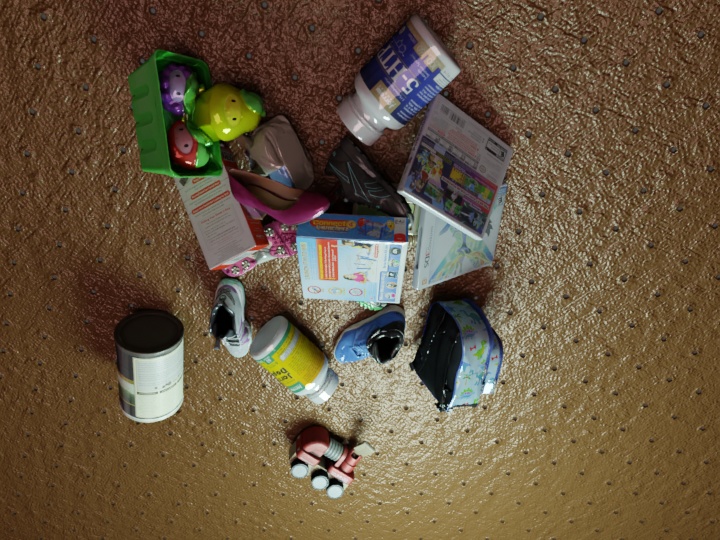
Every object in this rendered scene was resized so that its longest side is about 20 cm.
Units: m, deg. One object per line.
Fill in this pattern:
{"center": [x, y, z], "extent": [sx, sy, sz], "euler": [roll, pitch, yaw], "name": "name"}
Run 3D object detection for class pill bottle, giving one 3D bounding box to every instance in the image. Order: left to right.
{"center": [-0.143, 0.206, 1.294], "extent": [0.112, 0.114, 0.200], "euler": [-35, 114, 21], "name": "pill bottle"}
{"center": [0.059, -0.312, 0.972], "extent": [0.119, 0.120, 0.199], "euler": [41, 114, -20], "name": "pill bottle"}

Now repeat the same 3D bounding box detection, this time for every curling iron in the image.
{"center": [-0.064, -0.149, 1.132], "extent": [0.049, 0.026, 0.201], "euler": [36, 122, 4], "name": "curling iron"}

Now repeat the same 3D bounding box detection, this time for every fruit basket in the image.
{"center": [-0.273, -0.262, 0.980], "extent": [0.211, 0.155, 0.221], "euler": [4, 100, 25], "name": "fruit basket"}

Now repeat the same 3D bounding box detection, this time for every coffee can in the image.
{"center": [-0.470, 0.215, 1.293], "extent": [0.143, 0.147, 0.203], "euler": [9, 121, -3], "name": "coffee can"}

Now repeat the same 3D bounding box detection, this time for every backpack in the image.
{"center": [0.210, 0.166, 1.222], "extent": [0.144, 0.183, 0.204], "euler": [-5, 120, -22], "name": "backpack"}

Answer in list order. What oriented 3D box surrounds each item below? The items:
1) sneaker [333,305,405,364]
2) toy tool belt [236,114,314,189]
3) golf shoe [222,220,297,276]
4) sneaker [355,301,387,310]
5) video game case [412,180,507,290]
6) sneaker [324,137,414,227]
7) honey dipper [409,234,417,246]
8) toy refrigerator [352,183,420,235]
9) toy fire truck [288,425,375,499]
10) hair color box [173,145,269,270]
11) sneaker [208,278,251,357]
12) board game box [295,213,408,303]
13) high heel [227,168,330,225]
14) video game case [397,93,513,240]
{"center": [0.017, 0.166, 1.264], "extent": [0.198, 0.112, 0.077], "euler": [-33, 115, 20], "name": "sneaker"}
{"center": [-0.152, -0.179, 1.079], "extent": [0.121, 0.125, 0.202], "euler": [-3, 123, 41], "name": "toy tool belt"}
{"center": [-0.190, -0.055, 1.166], "extent": [0.196, 0.092, 0.077], "euler": [-19, 100, -1], "name": "golf shoe"}
{"center": [0.000, 0.000, 1.185], "extent": [0.084, 0.079, 0.201], "euler": [-31, 114, 19], "name": "sneaker"}
{"center": [0.190, -0.068, 1.105], "extent": [0.197, 0.022, 0.185], "euler": [-18, 128, -28], "name": "video game case"}
{"center": [0.017, -0.145, 1.047], "extent": [0.079, 0.075, 0.200], "euler": [-43, 82, 10], "name": "sneaker"}
{"center": [0.033, -0.053, 1.143], "extent": [0.196, 0.038, 0.039], "euler": [-12, 122, -11], "name": "honey dipper"}
{"center": [0.083, -0.118, 1.116], "extent": [0.195, 0.070, 0.077], "euler": [7, 121, -2], "name": "toy refrigerator"}
{"center": [-0.062, 0.457, 1.446], "extent": [0.175, 0.129, 0.201], "euler": [36, 105, -17], "name": "toy fire truck"}
{"center": [-0.263, -0.117, 1.083], "extent": [0.109, 0.064, 0.203], "euler": [-24, 87, 17], "name": "hair color box"}
{"center": [-0.288, 0.134, 1.240], "extent": [0.076, 0.141, 0.204], "euler": [-3, 121, 4], "name": "sneaker"}
{"center": [-0.015, -0.019, 1.063], "extent": [0.191, 0.057, 0.202], "euler": [4, 146, 1], "name": "board game box"}
{"center": [-0.144, -0.131, 0.976], "extent": [0.197, 0.068, 0.097], "euler": [0, 136, 34], "name": "high heel"}
{"center": [0.172, -0.179, 1.020], "extent": [0.198, 0.023, 0.185], "euler": [26, 81, -29], "name": "video game case"}
